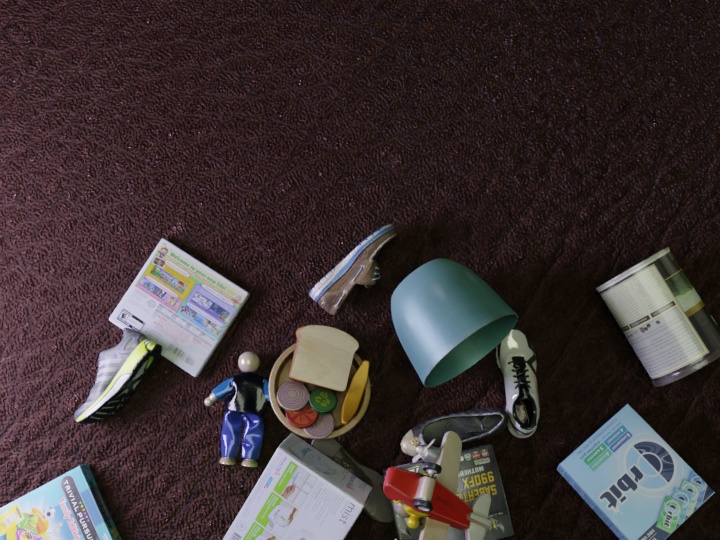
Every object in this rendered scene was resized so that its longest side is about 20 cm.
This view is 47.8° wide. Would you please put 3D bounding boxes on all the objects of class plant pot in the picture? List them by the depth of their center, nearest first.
[{"bbox_3d":[0.148,0.078,1.417,0.200,0.201,0.161,-34,68,-5],"label":"plant pot"}]

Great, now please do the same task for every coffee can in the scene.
[{"bbox_3d":[0.530,0.081,1.427,0.146,0.146,0.201,-29,81,-4],"label":"coffee can"}]

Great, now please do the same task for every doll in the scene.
[{"bbox_3d":[-0.214,0.247,1.462,0.135,0.048,0.202,6,81,1],"label":"doll"}]

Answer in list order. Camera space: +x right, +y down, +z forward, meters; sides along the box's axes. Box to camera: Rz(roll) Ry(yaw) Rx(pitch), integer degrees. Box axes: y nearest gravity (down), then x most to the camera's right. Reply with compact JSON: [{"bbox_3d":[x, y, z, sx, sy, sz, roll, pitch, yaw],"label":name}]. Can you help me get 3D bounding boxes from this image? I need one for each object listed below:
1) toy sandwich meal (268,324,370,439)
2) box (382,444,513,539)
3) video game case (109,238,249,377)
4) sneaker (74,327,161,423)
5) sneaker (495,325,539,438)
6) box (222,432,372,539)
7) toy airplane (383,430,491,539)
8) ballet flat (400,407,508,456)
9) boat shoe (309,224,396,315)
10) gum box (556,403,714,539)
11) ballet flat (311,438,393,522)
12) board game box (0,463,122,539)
[{"bbox_3d":[-0.068,0.196,1.439,0.203,0.070,0.207,3,67,-6],"label":"toy sandwich meal"},{"bbox_3d":[0.151,0.404,1.417,0.198,0.048,0.160,-11,80,-9],"label":"box"},{"bbox_3d":[-0.336,0.068,1.508,0.199,0.022,0.183,31,83,7],"label":"video game case"},{"bbox_3d":[-0.449,0.192,1.469,0.081,0.074,0.200,39,85,19],"label":"sneaker"},{"bbox_3d":[0.288,0.196,1.447,0.073,0.080,0.202,-8,79,1],"label":"sneaker"},{"bbox_3d":[-0.106,0.417,1.383,0.176,0.097,0.201,31,99,6],"label":"box"},{"bbox_3d":[0.119,0.388,1.336,0.199,0.140,0.201,-19,93,-46],"label":"toy airplane"},{"bbox_3d":[0.164,0.280,1.439,0.198,0.057,0.067,-19,67,5],"label":"ballet flat"},{"bbox_3d":[0.000,0.000,1.494,0.200,0.072,0.072,-43,87,4],"label":"boat shoe"},{"bbox_3d":[0.471,0.361,1.398,0.169,0.045,0.200,-36,66,-12],"label":"gum box"},{"bbox_3d":[-0.012,0.370,1.445,0.200,0.046,0.067,42,62,1],"label":"ballet flat"},{"bbox_3d":[-0.547,0.459,1.433,0.199,0.047,0.152,-28,81,-3],"label":"board game box"}]
